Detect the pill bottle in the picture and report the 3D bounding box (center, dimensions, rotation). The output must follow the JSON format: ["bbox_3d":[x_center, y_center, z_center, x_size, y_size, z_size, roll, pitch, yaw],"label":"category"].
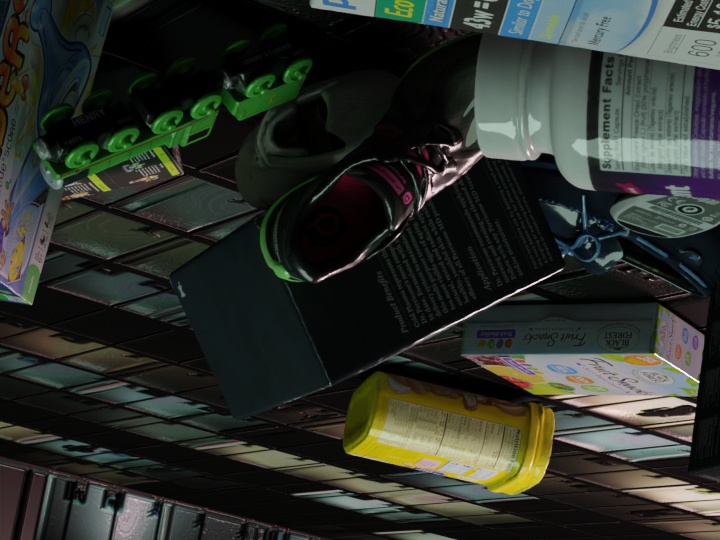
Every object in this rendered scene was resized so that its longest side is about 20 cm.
[{"bbox_3d":[0.168,-0.097,1.085,0.199,0.112,0.111,5,164,17],"label":"pill bottle"}]

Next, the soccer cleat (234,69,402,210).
[{"bbox_3d":[-0.045,-0.089,1.306,0.086,0.070,0.200,-8,170,-37],"label":"soccer cleat"}]

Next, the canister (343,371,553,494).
[{"bbox_3d":[0.093,0.177,2.136,0.199,0.087,0.149,14,163,-11],"label":"canister"}]

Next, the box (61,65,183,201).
[{"bbox_3d":[-0.227,-0.081,1.340,0.192,0.048,0.200,-15,173,1],"label":"box"}]

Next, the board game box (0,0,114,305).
[{"bbox_3d":[-0.207,-0.095,1.149,0.034,0.201,0.135,9,166,16],"label":"board game box"}]

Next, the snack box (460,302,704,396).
[{"bbox_3d":[0.211,0.074,1.782,0.199,0.053,0.142,-2,162,35],"label":"snack box"}]

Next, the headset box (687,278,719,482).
[{"bbox_3d":[0.339,0.067,1.455,0.092,0.175,0.200,15,163,-16],"label":"headset box"}]

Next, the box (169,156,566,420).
[{"bbox_3d":[0.000,0.000,1.347,0.196,0.125,0.200,-24,179,-24],"label":"box"}]

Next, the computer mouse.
[{"bbox_3d":[0.236,-0.069,1.281,0.109,0.044,0.200,16,159,-28],"label":"computer mouse"}]

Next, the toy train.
[{"bbox_3d":[-0.113,-0.098,1.187,0.199,0.042,0.056,-25,160,-32],"label":"toy train"}]

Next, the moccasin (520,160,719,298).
[{"bbox_3d":[0.177,-0.029,1.390,0.199,0.069,0.080,15,174,-13],"label":"moccasin"}]

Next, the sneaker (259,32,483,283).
[{"bbox_3d":[0.026,-0.060,1.183,0.077,0.200,0.084,43,-177,-18],"label":"sneaker"}]

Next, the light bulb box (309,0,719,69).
[{"bbox_3d":[0.083,-0.185,0.798,0.199,0.126,0.198,8,165,1],"label":"light bulb box"}]
